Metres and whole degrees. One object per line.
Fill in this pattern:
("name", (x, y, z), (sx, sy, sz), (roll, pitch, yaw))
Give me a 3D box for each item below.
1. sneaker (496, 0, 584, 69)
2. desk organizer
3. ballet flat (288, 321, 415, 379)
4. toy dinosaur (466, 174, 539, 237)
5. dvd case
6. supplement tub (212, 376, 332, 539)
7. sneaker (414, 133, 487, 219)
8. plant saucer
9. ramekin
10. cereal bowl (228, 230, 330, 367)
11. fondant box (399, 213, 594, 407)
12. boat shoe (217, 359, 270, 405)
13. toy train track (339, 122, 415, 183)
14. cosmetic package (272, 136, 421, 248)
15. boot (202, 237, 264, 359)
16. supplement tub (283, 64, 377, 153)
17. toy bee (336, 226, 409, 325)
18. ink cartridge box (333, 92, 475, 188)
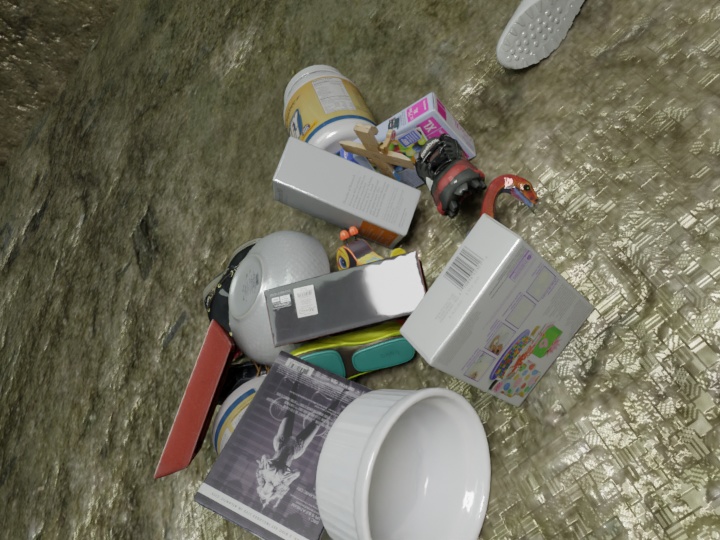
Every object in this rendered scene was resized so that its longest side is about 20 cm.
("sneaker", (0.259, -0.374, 0.845), (0.201, 0.076, 0.081), (-50, 34, 5))
("desk organizer", (-0.012, 0.039, 0.748), (0.196, 0.077, 0.073), (-14, 82, 10))
("ballet flat", (-0.021, 0.112, 0.803), (0.196, 0.068, 0.067), (-13, 28, -4))
("toy dinosaur", (0.156, -0.018, 0.703), (0.103, 0.199, 0.185), (10, 107, 28))
("dvd case", (-0.078, 0.205, 0.688), (0.146, 0.016, 0.202), (20, 58, 17))
("supplement tub", (-0.097, 0.251, 0.780), (0.146, 0.144, 0.200), (-55, 44, 5))
("sneaker", (0.109, -0.123, 0.753), (0.071, 0.200, 0.098), (-39, 91, 14))
("plant saucer", (-0.216, 0.174, 0.821), (0.200, 0.036, 0.203), (134, 154, -78))
("ramekin", (0.045, 0.225, 0.644), (0.097, 0.199, 0.204), (-2, 68, 48))
("cereal bowl", (-0.134, 0.034, 0.863), (0.199, 0.082, 0.204), (-27, 54, 43))
("fondant box", (0.151, 0.051, 0.627), (0.145, 0.199, 0.058), (-54, 44, 6))
("boat shoe", (-0.145, 0.161, 0.918), (0.199, 0.090, 0.072), (-39, 48, 20))
("toy train track", (0.042, -0.150, 0.828), (0.113, 0.200, 0.033), (21, 77, 29))
("cosmetic package", (-0.023, -0.108, 0.854), (0.101, 0.197, 0.072), (127, 165, -79))
("boot", (-0.206, 0.055, 1.037), (0.203, 0.073, 0.156), (-41, 45, 29))
("supplement tub", (-0.048, -0.234, 0.990), (0.144, 0.144, 0.202), (-40, 48, 20))
("toy bee", (0.000, 0.000, 0.841), (0.197, 0.111, 0.131), (7, 31, 27))
("ink cartridge box", (0.056, -0.167, 0.878), (0.198, 0.119, 0.043), (-22, 53, 32))
